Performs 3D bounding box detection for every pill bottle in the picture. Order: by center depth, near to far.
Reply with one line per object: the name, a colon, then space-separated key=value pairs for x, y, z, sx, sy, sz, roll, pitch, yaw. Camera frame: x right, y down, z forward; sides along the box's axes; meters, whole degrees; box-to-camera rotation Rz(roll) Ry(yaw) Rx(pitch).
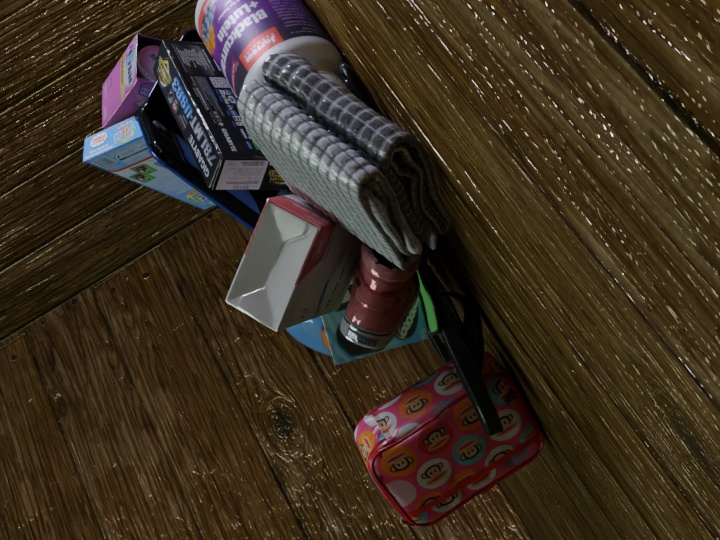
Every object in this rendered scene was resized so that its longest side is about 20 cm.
pill bottle: x=-0.083 y=-0.212 z=1.396 sx=0.200 sy=0.111 sz=0.112 roll=57 pitch=177 yaw=35

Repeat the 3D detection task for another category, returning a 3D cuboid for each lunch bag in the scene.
lunch bag: x=0.109 y=0.206 z=1.614 sx=0.176 sy=0.200 sz=0.082 roll=57 pitch=-179 yaw=-35

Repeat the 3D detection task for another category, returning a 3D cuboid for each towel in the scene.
towel: x=-0.007 y=-0.099 z=1.249 sx=0.165 sy=0.086 sz=0.200 roll=36 pitch=173 yaw=26

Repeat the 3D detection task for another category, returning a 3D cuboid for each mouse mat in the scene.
mouse mat: x=0.057 y=-0.026 z=1.511 sx=0.161 sy=0.007 sz=0.201 roll=87 pitch=166 yaw=-86

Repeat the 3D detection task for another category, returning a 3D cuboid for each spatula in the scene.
spatula: x=0.026 y=-0.121 z=1.344 sx=0.056 sy=0.021 sz=0.200 roll=38 pitch=159 yaw=56

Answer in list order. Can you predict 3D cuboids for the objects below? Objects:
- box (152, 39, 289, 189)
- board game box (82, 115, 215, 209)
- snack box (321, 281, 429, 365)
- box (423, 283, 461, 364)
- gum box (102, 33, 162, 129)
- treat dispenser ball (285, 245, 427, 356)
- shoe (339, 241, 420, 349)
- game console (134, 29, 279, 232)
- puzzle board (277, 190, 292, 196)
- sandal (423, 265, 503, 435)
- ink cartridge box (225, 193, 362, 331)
box: x=-0.097 y=-0.165 z=1.463 sx=0.200 sy=0.198 sz=0.050 roll=60 pitch=137 yaw=37
board game box: x=-0.210 y=-0.136 z=1.671 sx=0.200 sy=0.151 sz=0.037 roll=23 pitch=-121 yaw=-46
snack box: x=0.000 y=0.000 z=1.563 sx=0.037 sy=0.116 sz=0.201 roll=-108 pitch=2 yaw=-66
box: x=0.080 y=0.028 z=1.905 sx=0.200 sy=0.043 sz=0.160 roll=57 pitch=178 yaw=45
gum box: x=-0.197 y=-0.204 z=1.655 sx=0.113 sy=0.199 sz=0.066 roll=-41 pitch=47 yaw=49
treat dispenser ball: x=-0.016 y=0.006 z=1.694 sx=0.201 sy=0.200 sz=0.201 roll=59 pitch=178 yaw=3
shoe: x=0.032 y=-0.002 z=1.397 sx=0.071 sy=0.091 sz=0.200 roll=21 pitch=-155 yaw=3
game console: x=-0.139 y=-0.148 z=1.537 sx=0.200 sy=0.118 sz=0.171 roll=36 pitch=-169 yaw=-30
puzzle board: x=-0.045 y=-0.091 z=1.761 sx=0.017 sy=0.151 sz=0.200 roll=40 pitch=169 yaw=30
sandal: x=0.120 y=0.083 z=1.514 sx=0.075 sy=0.048 sz=0.201 roll=73 pitch=174 yaw=-73
ink cartridge box: x=-0.050 y=-0.016 z=1.413 sx=0.067 sy=0.117 sz=0.200 roll=28 pitch=-164 yaw=15
